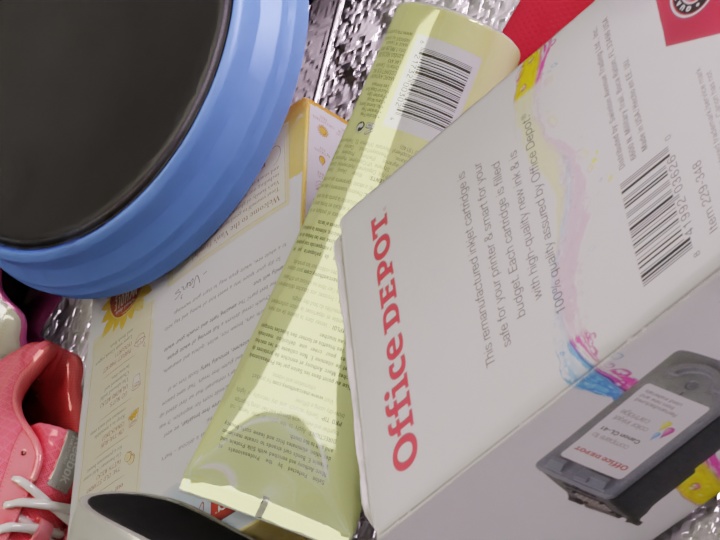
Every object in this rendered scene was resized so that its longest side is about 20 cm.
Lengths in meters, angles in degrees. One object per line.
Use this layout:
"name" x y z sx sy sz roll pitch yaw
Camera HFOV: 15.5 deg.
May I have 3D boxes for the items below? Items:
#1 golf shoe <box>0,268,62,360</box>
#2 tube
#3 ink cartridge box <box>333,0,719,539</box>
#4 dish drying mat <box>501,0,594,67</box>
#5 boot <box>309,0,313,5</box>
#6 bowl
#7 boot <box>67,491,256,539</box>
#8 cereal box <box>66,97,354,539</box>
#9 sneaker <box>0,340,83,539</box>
"golf shoe" -0.161 -0.032 1.269 0.091 0.075 0.201 -2 61 32
"tube" 0.000 0.000 0.975 0.201 0.052 0.058 -68 17 -11
"ink cartridge box" 0.091 -0.006 0.846 0.200 0.085 0.148 -41 36 32
"dish drying mat" 0.060 -0.051 0.994 0.200 0.018 0.077 -61 32 0
"boot" -0.065 -0.174 1.224 0.198 0.073 0.163 -35 39 33
"bowl" -0.109 -0.088 1.130 0.200 0.039 0.201 -19 59 35
"boot" -0.043 0.176 0.931 0.200 0.072 0.145 21 104 47
"cereal box" -0.059 0.045 1.070 0.144 0.039 0.200 -32 42 37
"sneaker" -0.151 0.107 1.124 0.087 0.074 0.200 -41 36 28
